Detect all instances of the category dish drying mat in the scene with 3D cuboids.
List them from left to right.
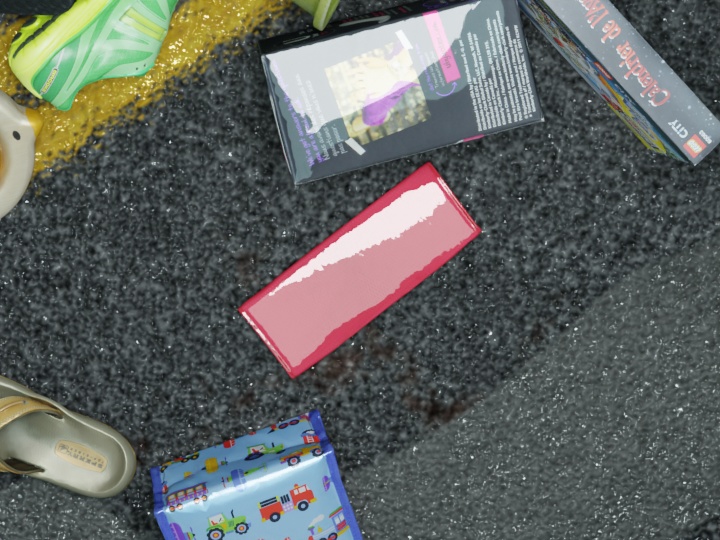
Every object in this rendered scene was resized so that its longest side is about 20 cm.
[{"bbox_3d":[0.000,0.000,1.335,0.200,0.018,0.077,-38,98,3],"label":"dish drying mat"}]

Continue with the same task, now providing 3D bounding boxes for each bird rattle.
[{"bbox_3d":[-0.338,-0.089,1.261,0.162,0.113,0.201,21,99,-23],"label":"bird rattle"}]

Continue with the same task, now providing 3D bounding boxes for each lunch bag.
[{"bbox_3d":[-0.071,0.241,1.336,0.150,0.094,0.201,-18,108,-4],"label":"lunch bag"}]

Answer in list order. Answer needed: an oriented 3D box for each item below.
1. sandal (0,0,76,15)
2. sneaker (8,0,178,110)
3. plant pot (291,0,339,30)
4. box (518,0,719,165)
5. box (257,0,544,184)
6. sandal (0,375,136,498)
[{"bbox_3d":[-0.303,-0.236,1.250,0.199,0.048,0.076,10,138,15],"label":"sandal"},{"bbox_3d":[-0.182,-0.201,1.276,0.200,0.074,0.084,-35,126,-3],"label":"sneaker"},{"bbox_3d":[-0.070,-0.309,1.201,0.183,0.200,0.201,25,96,-2],"label":"plant pot"},{"bbox_3d":[0.192,-0.171,1.263,0.038,0.137,0.200,-44,99,3],"label":"box"},{"bbox_3d":[0.028,-0.148,1.260,0.199,0.122,0.107,-14,103,-1],"label":"box"},{"bbox_3d":[-0.279,0.137,1.315,0.199,0.054,0.081,20,96,-7],"label":"sandal"}]
